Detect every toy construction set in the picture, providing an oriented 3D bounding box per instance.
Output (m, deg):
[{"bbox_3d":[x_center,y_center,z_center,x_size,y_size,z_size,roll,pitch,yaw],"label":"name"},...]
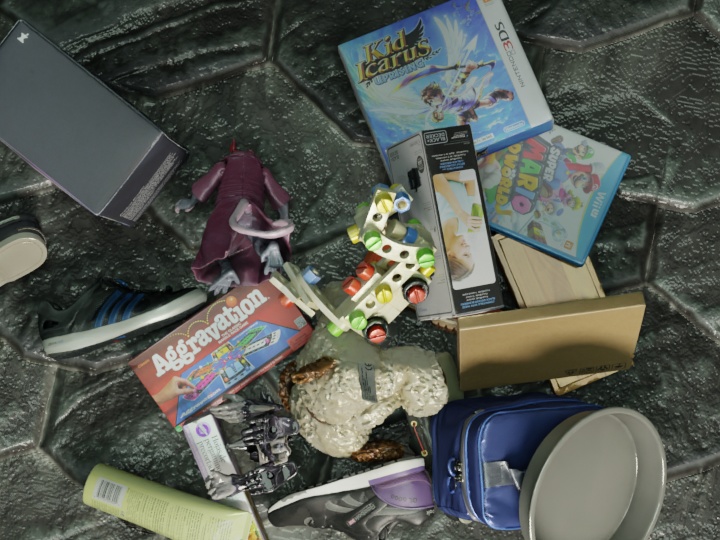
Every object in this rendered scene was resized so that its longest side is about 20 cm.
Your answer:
[{"bbox_3d":[0.000,0.000,1.448,0.131,0.092,0.200,35,125,-29],"label":"toy construction set"}]

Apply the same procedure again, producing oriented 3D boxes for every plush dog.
[{"bbox_3d":[-0.022,0.139,1.539,0.200,0.172,0.160,40,48,24],"label":"plush dog"}]

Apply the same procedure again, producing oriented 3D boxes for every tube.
[{"bbox_3d":[-0.220,0.278,1.581,0.200,0.058,0.052,18,65,13],"label":"tube"}]

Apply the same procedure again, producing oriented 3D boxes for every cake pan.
[{"bbox_3d":[0.244,0.237,1.464,0.200,0.037,0.201,-9,107,-34],"label":"cake pan"}]

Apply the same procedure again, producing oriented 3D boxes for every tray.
[{"bbox_3d":[0.233,0.035,1.606,0.098,0.037,0.200,-23,87,0],"label":"tray"}]

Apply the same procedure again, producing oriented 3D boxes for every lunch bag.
[{"bbox_3d":[0.176,0.208,1.516,0.200,0.132,0.136,-4,91,-28],"label":"lunch bag"}]

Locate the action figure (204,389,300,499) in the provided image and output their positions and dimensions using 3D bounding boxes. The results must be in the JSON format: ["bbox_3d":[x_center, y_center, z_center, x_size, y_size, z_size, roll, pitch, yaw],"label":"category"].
[{"bbox_3d":[-0.121,0.192,1.519,0.102,0.200,0.119,-1,86,-10],"label":"action figure"}]

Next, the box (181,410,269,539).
[{"bbox_3d":[-0.150,0.261,1.594,0.039,0.041,0.200,-22,92,0],"label":"box"}]

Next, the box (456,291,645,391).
[{"bbox_3d":[0.205,0.080,1.510,0.199,0.164,0.021,-7,61,0],"label":"box"}]

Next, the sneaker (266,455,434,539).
[{"bbox_3d":[-0.013,0.277,1.557,0.200,0.076,0.088,-20,78,21],"label":"sneaker"}]

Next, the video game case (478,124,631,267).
[{"bbox_3d":[0.193,-0.107,1.596,0.200,0.018,0.143,24,80,10],"label":"video game case"}]

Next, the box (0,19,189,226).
[{"bbox_3d":[-0.316,-0.158,1.540,0.200,0.198,0.123,38,89,3],"label":"box"}]

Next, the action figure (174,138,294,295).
[{"bbox_3d":[-0.143,-0.078,1.560,0.134,0.149,0.200,1,56,-8],"label":"action figure"}]

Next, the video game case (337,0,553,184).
[{"bbox_3d":[0.098,-0.213,1.596,0.200,0.045,0.182,-22,76,0],"label":"video game case"}]

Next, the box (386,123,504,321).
[{"bbox_3d":[0.090,-0.049,1.495,0.060,0.117,0.201,-9,87,-19],"label":"box"}]

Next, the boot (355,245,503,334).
[{"bbox_3d":[0.098,0.015,1.593,0.200,0.075,0.107,22,84,3],"label":"boot"}]

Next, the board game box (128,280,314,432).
[{"bbox_3d":[-0.161,0.091,1.612,0.200,0.019,0.103,-35,95,0],"label":"board game box"}]

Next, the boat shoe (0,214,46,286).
[{"bbox_3d":[-0.461,-0.007,1.619,0.200,0.073,0.063,-23,45,5],"label":"boat shoe"}]

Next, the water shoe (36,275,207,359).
[{"bbox_3d":[-0.280,0.039,1.597,0.199,0.072,0.079,-18,83,-1],"label":"water shoe"}]

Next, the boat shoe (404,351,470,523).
[{"bbox_3d":[0.091,0.194,1.591,0.063,0.074,0.202,-11,97,31],"label":"boat shoe"}]
